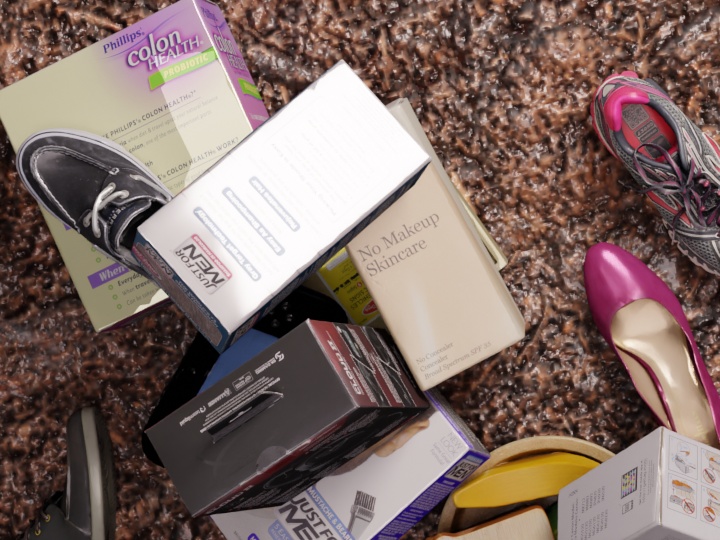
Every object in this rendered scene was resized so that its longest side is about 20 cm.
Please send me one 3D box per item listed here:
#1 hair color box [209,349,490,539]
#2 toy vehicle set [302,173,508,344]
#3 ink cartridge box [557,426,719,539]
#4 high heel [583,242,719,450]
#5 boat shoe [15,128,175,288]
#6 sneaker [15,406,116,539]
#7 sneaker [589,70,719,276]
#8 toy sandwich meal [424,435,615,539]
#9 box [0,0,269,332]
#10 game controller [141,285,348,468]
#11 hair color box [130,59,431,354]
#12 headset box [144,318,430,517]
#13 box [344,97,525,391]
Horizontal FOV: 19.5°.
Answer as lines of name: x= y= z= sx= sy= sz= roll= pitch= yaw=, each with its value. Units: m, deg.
hair color box: x=-0.010 y=0.167 z=1.642 sx=0.200 sy=0.065 sz=0.109 roll=-43 pitch=69 yaw=7
toy vehicle set: x=0.000 y=0.000 z=1.654 sx=0.199 sy=0.027 sz=0.125 roll=-35 pitch=94 yaw=8
ink cartridge box: x=0.252 y=0.216 z=1.587 sx=0.199 sy=0.084 sz=0.175 roll=23 pitch=143 yaw=-23
high heel: x=0.233 y=0.069 z=1.611 sx=0.067 sy=0.096 sz=0.201 roll=-34 pitch=94 yaw=8
boat shoe: x=-0.170 y=-0.038 z=1.525 sx=0.200 sy=0.068 sz=0.072 roll=37 pitch=96 yaw=5
sneaker: x=-0.252 y=0.208 z=1.676 sx=0.105 sy=0.075 sz=0.202 roll=1 pitch=99 yaw=2
sneaker: x=0.249 y=-0.065 z=1.603 sx=0.200 sy=0.075 sz=0.081 roll=44 pitch=99 yaw=-3
toy sandwich meal: x=0.144 y=0.227 z=1.653 sx=0.204 sy=0.070 sz=0.207 roll=1 pitch=98 yaw=4
box: x=-0.154 y=-0.080 z=1.605 sx=0.175 sy=0.097 sz=0.201 roll=-25 pitch=89 yaw=9
game controller: x=-0.091 y=0.087 z=1.633 sx=0.104 sy=0.042 sz=0.201 roll=25 pitch=120 yaw=-11
hair color box: x=-0.056 y=-0.046 z=1.484 sx=0.200 sy=0.061 sz=0.100 roll=-41 pitch=85 yaw=-20
headset box: x=-0.052 y=0.108 z=1.524 sx=0.148 sy=0.200 sz=0.077 roll=-35 pitch=76 yaw=14
box: x=0.040 y=-0.021 z=1.594 sx=0.095 sy=0.078 sz=0.201 roll=-29 pitch=95 yaw=8
